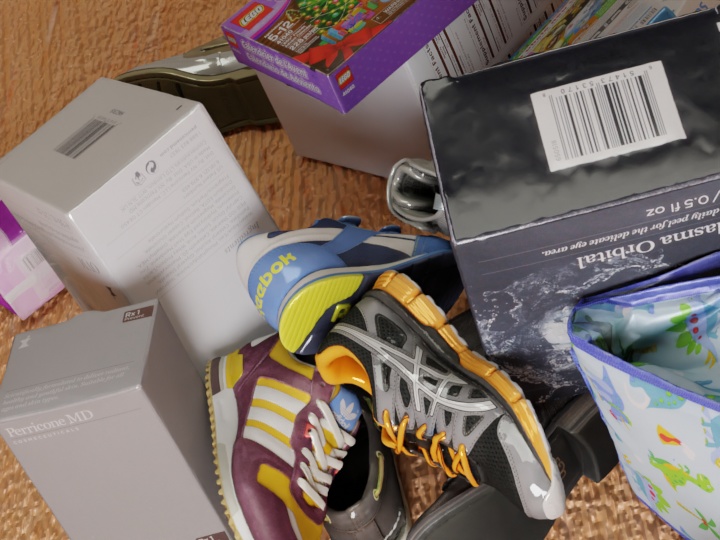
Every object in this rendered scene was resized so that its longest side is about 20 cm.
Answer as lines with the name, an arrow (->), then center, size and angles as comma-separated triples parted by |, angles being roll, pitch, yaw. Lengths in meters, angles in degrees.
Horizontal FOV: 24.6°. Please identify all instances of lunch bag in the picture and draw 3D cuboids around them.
lunch bag -> 0.225, 0.086, 0.918 | 0.198, 0.171, 0.128 | 3, 50, 31

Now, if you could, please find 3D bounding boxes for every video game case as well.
video game case -> 0.143, -0.142, 1.145 | 0.143, 0.018, 0.200 | -46, 16, 11

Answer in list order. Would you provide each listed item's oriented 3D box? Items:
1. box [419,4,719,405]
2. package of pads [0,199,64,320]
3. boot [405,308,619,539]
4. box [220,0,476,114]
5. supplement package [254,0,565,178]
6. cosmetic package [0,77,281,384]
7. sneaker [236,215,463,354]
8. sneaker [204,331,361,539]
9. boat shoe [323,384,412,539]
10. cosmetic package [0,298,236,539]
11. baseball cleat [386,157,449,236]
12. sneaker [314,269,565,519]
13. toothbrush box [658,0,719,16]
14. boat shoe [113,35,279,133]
box -> 0.153, -0.031, 0.968 | 0.194, 0.201, 0.119 | -14, 56, 6
package of pads -> -0.255, -0.056, 1.412 | 0.200, 0.076, 0.120 | -42, 40, -17
boot -> 0.070, 0.104, 1.077 | 0.199, 0.070, 0.174 | -34, 36, -19
box -> 0.011, -0.209, 1.224 | 0.200, 0.039, 0.136 | -42, 42, -18
supplement package -> 0.045, -0.194, 1.337 | 0.190, 0.148, 0.200 | 18, 57, 40
cosmetic package -> -0.142, -0.013, 1.176 | 0.123, 0.201, 0.199 | -41, 26, -15
sneaker -> 0.000, 0.000, 1.094 | 0.082, 0.199, 0.075 | 38, 114, 32
sneaker -> -0.040, 0.110, 1.023 | 0.089, 0.075, 0.201 | -25, 44, 6
boat shoe -> -0.014, 0.110, 1.110 | 0.071, 0.061, 0.202 | -25, 40, 2
cosmetic package -> -0.141, 0.124, 1.056 | 0.106, 0.201, 0.091 | -15, 40, 15
baseball cleat -> 0.070, -0.058, 1.161 | 0.105, 0.071, 0.200 | 14, 2, -3
sneaker -> 0.048, 0.085, 0.977 | 0.077, 0.079, 0.200 | -35, 48, -13
toothbrush box -> 0.208, -0.151, 1.184 | 0.147, 0.085, 0.199 | -54, 15, -30
boat shoe -> -0.126, -0.166, 1.469 | 0.197, 0.075, 0.069 | 0, 39, 19
